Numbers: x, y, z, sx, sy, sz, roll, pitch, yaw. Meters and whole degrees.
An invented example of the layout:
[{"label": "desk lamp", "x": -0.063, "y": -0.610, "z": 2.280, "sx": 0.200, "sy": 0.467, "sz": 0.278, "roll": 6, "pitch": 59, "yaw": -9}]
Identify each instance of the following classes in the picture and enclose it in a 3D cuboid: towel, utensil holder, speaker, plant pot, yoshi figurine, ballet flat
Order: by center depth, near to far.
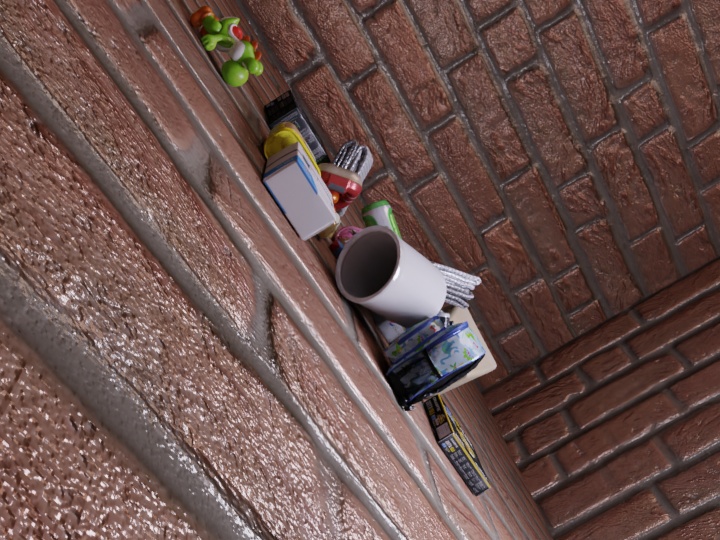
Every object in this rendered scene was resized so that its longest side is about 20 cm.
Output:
[{"label": "utensil holder", "x": 0.072, "y": 0.021, "z": 1.513, "sx": 0.200, "sy": 0.170, "sz": 0.170, "roll": 32, "pitch": 25, "yaw": -45}, {"label": "yoshi figurine", "x": -0.309, "y": -0.496, "z": 1.585, "sx": 0.200, "sy": 0.112, "sz": 0.112, "roll": 47, "pitch": -38, "yaw": 15}, {"label": "ballet flat", "x": -0.074, "y": -0.112, "z": 1.654, "sx": 0.069, "sy": 0.063, "sz": 0.200, "roll": 59, "pitch": 6, "yaw": -9}, {"label": "towel", "x": 0.172, "y": 0.025, "z": 1.736, "sx": 0.199, "sy": 0.086, "sz": 0.165, "roll": 17, "pitch": 0, "yaw": -33}, {"label": "plant pot", "x": 0.198, "y": 0.214, "z": 1.754, "sx": 0.201, "sy": 0.199, "sz": 0.177, "roll": 63, "pitch": 20, "yaw": 4}, {"label": "speaker", "x": 0.069, "y": -0.079, "z": 1.836, "sx": 0.088, "sy": 0.088, "sz": 0.201, "roll": 17, "pitch": 53, "yaw": -80}, {"label": "towel", "x": -0.046, "y": -0.261, "z": 1.969, "sx": 0.085, "sy": 0.201, "sz": 0.166, "roll": 30, "pitch": 0, "yaw": 5}]

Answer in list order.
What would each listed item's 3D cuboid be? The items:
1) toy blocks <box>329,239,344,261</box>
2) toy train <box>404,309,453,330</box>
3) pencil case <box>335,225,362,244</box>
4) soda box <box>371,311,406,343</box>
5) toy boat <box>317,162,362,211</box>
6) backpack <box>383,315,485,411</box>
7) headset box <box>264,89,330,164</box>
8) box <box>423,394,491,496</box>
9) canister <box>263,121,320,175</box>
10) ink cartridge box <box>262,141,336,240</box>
[{"label": "toy blocks", "x": 0.000, "y": 0.000, "z": 1.672, "sx": 0.137, "sy": 0.100, "sz": 0.200, "roll": 35, "pitch": 22, "yaw": -47}, {"label": "toy train", "x": 0.153, "y": 0.177, "z": 1.605, "sx": 0.087, "sy": 0.114, "sz": 0.201, "roll": 42, "pitch": 53, "yaw": -79}, {"label": "pencil case", "x": -0.015, "y": -0.077, "z": 1.874, "sx": 0.200, "sy": 0.082, "sz": 0.087, "roll": -21, "pitch": 89, "yaw": -84}, {"label": "soda box", "x": 0.063, "y": 0.093, "z": 1.779, "sx": 0.068, "sy": 0.063, "sz": 0.200, "roll": 55, "pitch": 8, "yaw": -31}, {"label": "toy boat", "x": -0.077, "y": -0.185, "z": 1.777, "sx": 0.130, "sy": 0.131, "sz": 0.200, "roll": 18, "pitch": -8, "yaw": -9}, {"label": "backpack", "x": 0.152, "y": 0.178, "z": 1.465, "sx": 0.147, "sy": 0.199, "sz": 0.183, "roll": 60, "pitch": 7, "yaw": 8}, {"label": "headset box", "x": -0.174, "y": -0.379, "z": 1.966, "sx": 0.200, "sy": 0.092, "sz": 0.174, "roll": 56, "pitch": 7, "yaw": -33}, {"label": "box", "x": 0.231, "y": 0.417, "z": 1.675, "sx": 0.200, "sy": 0.049, "sz": 0.160, "roll": 56, "pitch": 5, "yaw": -24}, {"label": "canister", "x": -0.157, "y": -0.263, "z": 1.612, "sx": 0.149, "sy": 0.086, "sz": 0.200, "roll": 57, "pitch": 5, "yaw": -19}, {"label": "ink cartridge box", "x": -0.124, "y": -0.168, "z": 1.431, "sx": 0.147, "sy": 0.086, "sz": 0.200, "roll": 57, "pitch": 8, "yaw": -20}]
